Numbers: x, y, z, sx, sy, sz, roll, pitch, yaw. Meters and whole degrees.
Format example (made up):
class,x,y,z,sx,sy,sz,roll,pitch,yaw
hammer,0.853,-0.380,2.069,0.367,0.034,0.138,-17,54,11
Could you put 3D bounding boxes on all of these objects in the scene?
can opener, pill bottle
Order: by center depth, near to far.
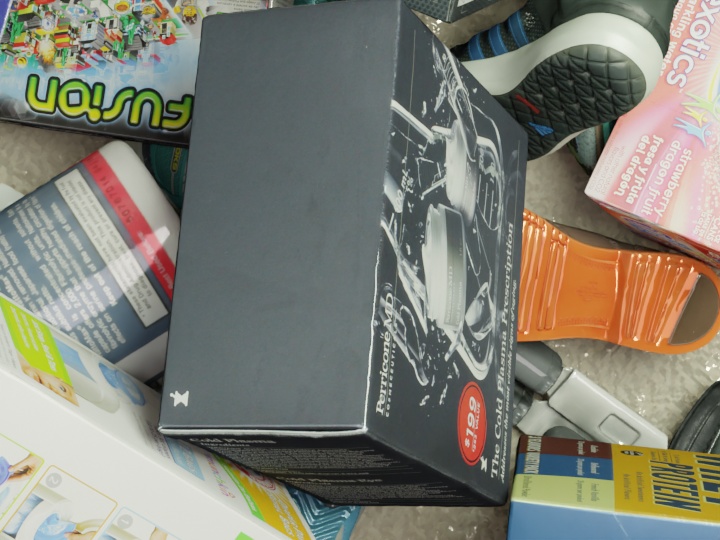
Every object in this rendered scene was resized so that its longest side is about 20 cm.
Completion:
class,x,y,z,sx,sy,sz,roll,pitch,yaw
pill bottle,-0.174,0.034,0.978,0.200,0.120,0.120,-33,98,-7
can opener,0.087,0.065,1.071,0.200,0.067,0.053,38,115,-5

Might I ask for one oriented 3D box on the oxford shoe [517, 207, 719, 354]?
class,x,y,z,sx,sy,sz,roll,pitch,yaw
oxford shoe,0.098,0.004,1.062,0.199,0.073,0.072,15,95,-12

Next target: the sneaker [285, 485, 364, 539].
class,x,y,z,sx,sy,sz,roll,pitch,yaw
sneaker,-0.037,0.132,1.061,0.076,0.081,0.201,27,72,-7

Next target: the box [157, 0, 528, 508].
class,x,y,z,sx,sy,sz,roll,pitch,yaw
box,0.000,0.000,0.914,0.104,0.182,0.201,-3,73,24

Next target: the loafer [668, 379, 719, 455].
class,x,y,z,sx,sy,sz,roll,pitch,yaw
loafer,0.199,0.162,1.086,0.068,0.070,0.202,13,95,-30

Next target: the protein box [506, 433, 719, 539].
class,x,y,z,sx,sy,sz,roll,pitch,yaw
protein box,0.169,0.204,0.988,0.199,0.135,0.200,5,99,6

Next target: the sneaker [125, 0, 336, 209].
class,x,y,z,sx,sy,sz,roll,pitch,yaw
sneaker,-0.034,-0.108,1.028,0.200,0.077,0.080,-45,68,7

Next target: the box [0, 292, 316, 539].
class,x,y,z,sx,sy,sz,roll,pitch,yaw
box,-0.127,0.108,0.892,0.200,0.113,0.101,35,97,-26

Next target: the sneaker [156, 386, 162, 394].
class,x,y,z,sx,sy,sz,roll,pitch,yaw
sneaker,-0.105,0.116,1.019,0.200,0.086,0.078,-47,124,3

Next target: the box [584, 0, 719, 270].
class,x,y,z,sx,sy,sz,roll,pitch,yaw
box,0.213,-0.104,1.035,0.094,0.103,0.201,25,89,25

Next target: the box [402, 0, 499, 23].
class,x,y,z,sx,sy,sz,roll,pitch,yaw
box,0.029,-0.190,0.952,0.157,0.200,0.051,25,120,22

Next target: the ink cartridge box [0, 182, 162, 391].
class,x,y,z,sx,sy,sz,roll,pitch,yaw
ink cartridge box,-0.185,0.078,1.060,0.160,0.047,0.201,31,74,-8

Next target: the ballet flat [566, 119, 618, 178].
class,x,y,z,sx,sy,sz,roll,pitch,yaw
ballet flat,0.116,-0.148,1.064,0.074,0.074,0.201,2,93,-7

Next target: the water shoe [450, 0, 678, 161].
class,x,y,z,sx,sy,sz,roll,pitch,yaw
water shoe,0.100,-0.110,1.006,0.071,0.200,0.079,39,68,-22

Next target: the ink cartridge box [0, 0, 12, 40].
class,x,y,z,sx,sy,sz,roll,pitch,yaw
ink cartridge box,-0.267,-0.093,0.961,0.041,0.199,0.201,14,94,-50

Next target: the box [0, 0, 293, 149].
class,x,y,z,sx,sy,sz,roll,pitch,yaw
box,-0.136,-0.125,1.002,0.199,0.035,0.111,8,91,16
